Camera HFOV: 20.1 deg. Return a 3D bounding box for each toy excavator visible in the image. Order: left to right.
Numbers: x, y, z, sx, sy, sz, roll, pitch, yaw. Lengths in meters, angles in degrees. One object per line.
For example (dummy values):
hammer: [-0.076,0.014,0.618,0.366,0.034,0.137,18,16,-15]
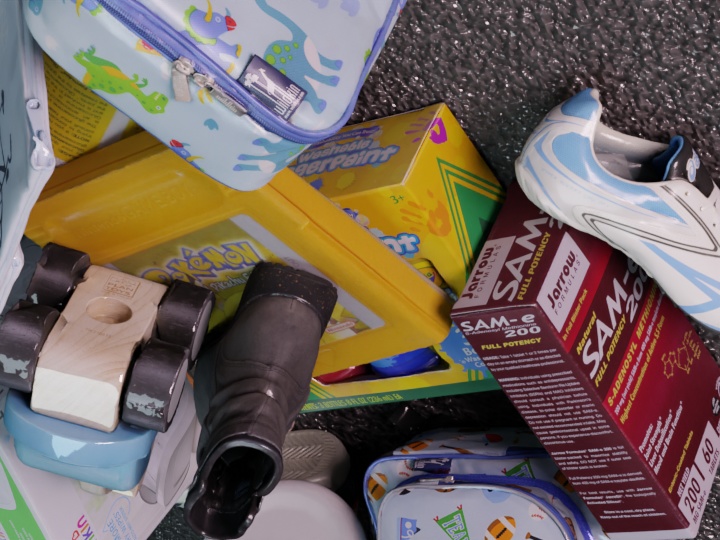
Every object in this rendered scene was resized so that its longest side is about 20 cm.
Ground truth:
toy excavator: [-0.151,0.083,1.171,0.100,0.195,0.200,16,120,1]

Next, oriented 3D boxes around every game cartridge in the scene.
game cartridge: [-0.075,-0.004,1.136,0.176,0.032,0.200,-18,137,43]

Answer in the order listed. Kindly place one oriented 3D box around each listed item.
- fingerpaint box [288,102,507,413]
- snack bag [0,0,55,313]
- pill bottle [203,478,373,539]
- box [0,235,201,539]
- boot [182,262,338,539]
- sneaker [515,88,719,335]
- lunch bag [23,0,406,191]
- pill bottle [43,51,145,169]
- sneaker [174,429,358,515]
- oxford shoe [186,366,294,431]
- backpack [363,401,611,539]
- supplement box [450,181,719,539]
fingerpaint box: [0.000,0.000,1.212,0.200,0.073,0.167,-9,130,38]
snack bag: [-0.188,-0.077,1.060,0.021,0.189,0.200,4,146,-21]
pill bottle: [-0.026,0.229,1.378,0.116,0.116,0.200,8,155,23]
box: [-0.192,0.087,1.335,0.097,0.177,0.200,17,142,31]
boot: [-0.072,0.094,1.135,0.070,0.132,0.200,16,149,-1]
sneaker: [0.177,-0.025,1.085,0.200,0.072,0.073,31,123,-15]
lunch bag: [-0.059,-0.150,0.968,0.161,0.200,0.082,38,141,-13]
pill bottle: [-0.136,-0.122,1.119,0.112,0.113,0.200,31,142,-5]
sneaker: [-0.092,0.160,1.453,0.200,0.075,0.085,3,134,29]
oxford shoe: [-0.093,0.036,1.288,0.073,0.071,0.200,39,170,40]
backpack: [0.104,0.185,1.284,0.190,0.154,0.200,-6,99,13]
supplement box: [0.139,0.051,1.161,0.061,0.109,0.200,-9,131,38]
